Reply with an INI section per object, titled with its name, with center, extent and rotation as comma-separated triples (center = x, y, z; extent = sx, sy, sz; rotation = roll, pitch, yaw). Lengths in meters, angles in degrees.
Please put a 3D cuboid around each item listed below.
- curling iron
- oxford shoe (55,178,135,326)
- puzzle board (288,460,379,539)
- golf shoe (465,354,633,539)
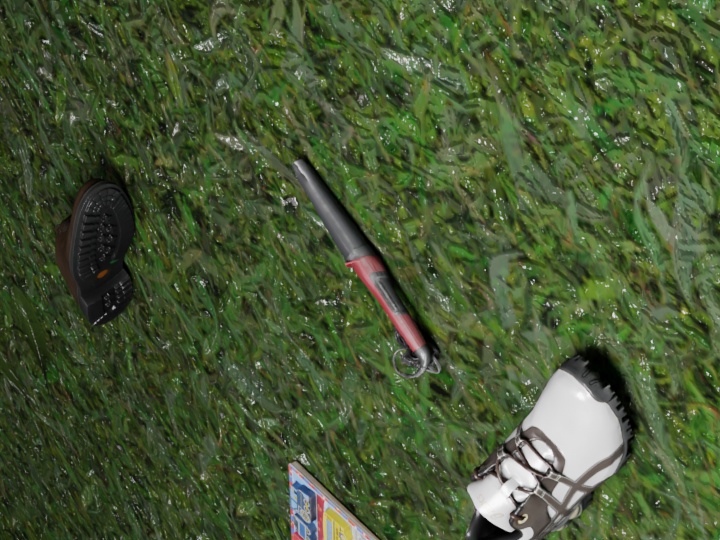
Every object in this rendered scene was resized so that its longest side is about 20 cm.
[curling iron]
center = 0.000, 0.000, 1.539
extent = 0.201, 0.025, 0.050
rotation = 57, 149, 6
[oxford shoe]
center = -0.267, -0.031, 1.907
extent = 0.085, 0.072, 0.201
rotation = 50, 151, 22
[puzzle board]
center = -0.018, 0.291, 1.860
extent = 0.150, 0.017, 0.201
rotation = 40, 147, 34
[golf shoe]
center = 0.128, 0.141, 1.392
extent = 0.078, 0.094, 0.201
rotation = 47, 148, 25
